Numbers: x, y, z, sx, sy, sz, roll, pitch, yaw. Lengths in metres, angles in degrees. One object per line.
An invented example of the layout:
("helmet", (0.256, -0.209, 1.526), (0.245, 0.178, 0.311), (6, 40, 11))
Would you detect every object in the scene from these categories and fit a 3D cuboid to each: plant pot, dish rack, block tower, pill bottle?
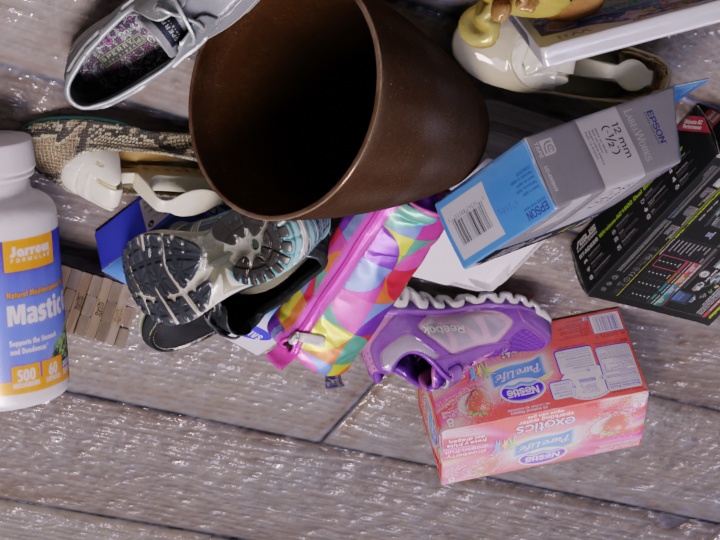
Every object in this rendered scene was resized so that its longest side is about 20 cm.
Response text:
("plant pot", (0.004, -0.119, 1.673), (0.187, 0.188, 0.199), (-40, 151, 28))
("dish rack", (0.106, -0.053, 1.882), (0.171, 0.044, 0.200), (14, 135, -34))
("block tower", (-0.280, 0.011, 1.799), (0.199, 0.058, 0.054), (19, 87, -38))
("pill bottle", (-0.284, -0.002, 1.690), (0.111, 0.112, 0.201), (-5, 104, -13))

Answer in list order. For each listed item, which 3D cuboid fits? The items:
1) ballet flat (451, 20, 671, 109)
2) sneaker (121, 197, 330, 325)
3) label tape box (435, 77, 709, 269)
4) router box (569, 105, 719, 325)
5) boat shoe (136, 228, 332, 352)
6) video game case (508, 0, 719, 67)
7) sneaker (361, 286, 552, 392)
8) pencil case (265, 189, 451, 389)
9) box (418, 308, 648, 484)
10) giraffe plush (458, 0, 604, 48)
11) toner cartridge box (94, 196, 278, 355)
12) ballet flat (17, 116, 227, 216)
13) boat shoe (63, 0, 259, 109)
("ballet flat", (0.165, -0.165, 1.738), (0.199, 0.070, 0.070), (8, 137, -35))
("sneaker", (-0.103, -0.011, 1.744), (0.199, 0.078, 0.086), (-14, -173, 40))
("label tape box", (0.179, -0.077, 1.749), (0.199, 0.066, 0.143), (-18, 170, -33))
("router box", (0.303, -0.045, 1.944), (0.149, 0.062, 0.200), (14, 134, -32))
("boat shoe", (-0.101, 0.021, 1.811), (0.199, 0.066, 0.074), (-31, 141, 18))
("video game case", (0.183, -0.197, 1.617), (0.142, 0.200, 0.018), (-15, 110, -1))
("sneaker", (0.081, 0.068, 1.977), (0.199, 0.089, 0.081), (3, 153, -22))
("pencil case", (0.000, 0.000, 1.824), (0.088, 0.089, 0.200), (16, 120, -34))
("box", (0.160, 0.119, 2.067), (0.199, 0.103, 0.095), (-11, 142, -7))
("giraffe plush", (0.124, -0.244, 1.549), (0.199, 0.163, 0.173), (-2, 141, -17))
("toner cartridge box", (-0.121, -0.002, 1.864), (0.095, 0.043, 0.200), (-35, 138, 24))
("ballet flat", (-0.170, -0.078, 1.727), (0.199, 0.076, 0.068), (4, 140, -23))
("boat shoe", (-0.137, -0.179, 1.600), (0.200, 0.072, 0.070), (-34, 113, 24))
